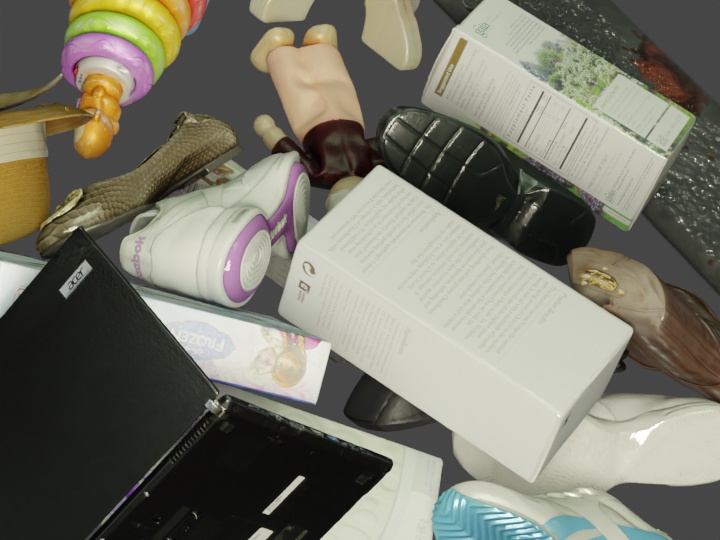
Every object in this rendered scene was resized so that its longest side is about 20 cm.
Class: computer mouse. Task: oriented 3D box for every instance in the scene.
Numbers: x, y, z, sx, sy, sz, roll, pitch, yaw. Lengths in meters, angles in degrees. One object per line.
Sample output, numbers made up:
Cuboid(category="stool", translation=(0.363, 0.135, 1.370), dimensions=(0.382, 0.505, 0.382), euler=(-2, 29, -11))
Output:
Cuboid(category="computer mouse", translation=(0.069, 0.053, 1.401), dimensions=(0.198, 0.047, 0.140), euler=(-13, 16, -18))

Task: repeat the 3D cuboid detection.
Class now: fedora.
Cuboid(category="fedora", translation=(-0.260, -0.051, 1.322), dimensions=(0.199, 0.200, 0.083), euler=(-15, 93, -37))

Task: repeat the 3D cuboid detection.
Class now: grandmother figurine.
Cuboid(category="grandmother figurine", translation=(-0.018, -0.098, 1.545), dimensions=(0.120, 0.061, 0.201), euler=(-11, 52, -9))

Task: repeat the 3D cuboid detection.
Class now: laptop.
Cuboid(category="laptop", translation=(-0.118, 0.101, 1.146), dimensions=(0.199, 0.177, 0.104), euler=(24, 30, -38))

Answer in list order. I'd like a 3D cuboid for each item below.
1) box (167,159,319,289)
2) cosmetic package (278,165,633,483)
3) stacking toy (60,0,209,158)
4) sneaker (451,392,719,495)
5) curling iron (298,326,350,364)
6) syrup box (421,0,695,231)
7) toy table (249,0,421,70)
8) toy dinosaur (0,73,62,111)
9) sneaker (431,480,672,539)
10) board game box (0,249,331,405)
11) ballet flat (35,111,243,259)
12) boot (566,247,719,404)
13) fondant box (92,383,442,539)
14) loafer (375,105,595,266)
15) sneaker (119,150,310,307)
Cuboid(category="box", translation=(-0.053, -0.019, 1.453), dimensions=(0.199, 0.042, 0.039), euler=(35, 41, 12))
Cuboid(category="cosmetic package", translation=(0.059, 0.031, 1.306), dimensions=(0.199, 0.072, 0.101), euler=(33, 47, 14))
Cuboid(category="stacking toy", translation=(-0.178, -0.161, 1.512), dimensions=(0.109, 0.116, 0.201), euler=(20, 54, -10))
Cuboid(category="sneaker", translation=(0.156, 0.113, 1.408), dimensions=(0.198, 0.076, 0.089), euler=(2, 12, -7))
Cuboid(category="curling iron", translation=(0.000, 0.000, 1.412), dimensions=(0.050, 0.026, 0.200), euler=(43, 32, -12))
Cuboid(category="syrup box", translation=(0.156, -0.128, 1.641), dimensions=(0.199, 0.082, 0.079), euler=(32, 39, 8))
Cuboid(category="toy table", translation=(-0.003, -0.258, 1.652), dimensions=(0.182, 0.118, 0.200), euler=(-1, 36, -37))
Cuboid(category="toy dinosaur", translation=(-0.280, -0.113, 1.402), dimensions=(0.198, 0.059, 0.101), euler=(-3, 23, 12))
Cuboid(category="sneaker", translation=(0.123, 0.175, 1.298), dimensions=(0.199, 0.077, 0.081), euler=(28, 34, -29))
Cuboid(category="board game box", translation=(-0.134, 0.032, 1.268), dimensions=(0.198, 0.042, 0.199), euler=(15, 0, -12))
Cuboid(category="ballet flat", translation=(-0.150, -0.061, 1.369), dimensions=(0.200, 0.067, 0.047), euler=(-36, 98, -47))
Cuboid(category="boot", translation=(0.182, 0.022, 1.413), dimensions=(0.186, 0.065, 0.199), euler=(29, 1, 44))
Cuboid(category="fondant box", translation=(-0.056, 0.152, 1.258), dimensions=(0.198, 0.059, 0.145), euler=(18, 40, -6))
Cuboid(category="loafer", translation=(0.083, -0.068, 1.533), dimensions=(0.199, 0.073, 0.072), euler=(32, 10, -33))
Cuboid(category="sneaker", translation=(-0.092, -0.036, 1.350), dimensions=(0.099, 0.076, 0.200), euler=(7, 17, 14))
